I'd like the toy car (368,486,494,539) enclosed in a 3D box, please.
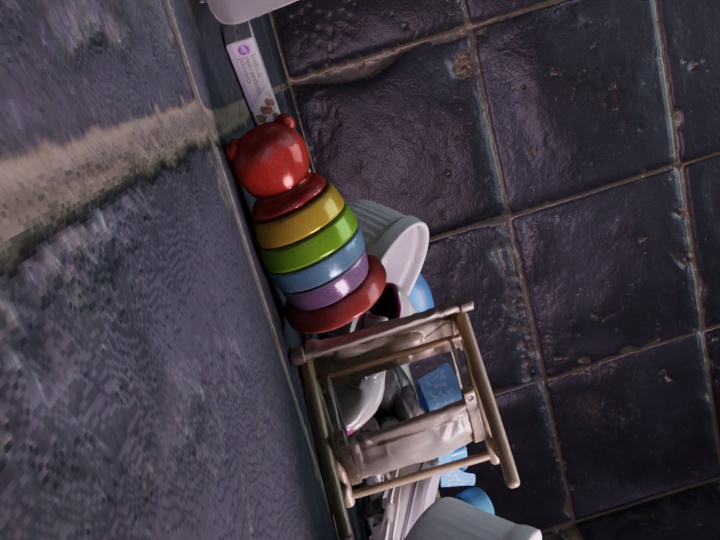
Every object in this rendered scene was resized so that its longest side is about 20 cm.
[{"bbox_3d":[0.079,0.409,1.009,0.199,0.181,0.181,-17,-92,62],"label":"toy car"}]

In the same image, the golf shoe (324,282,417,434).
[{"bbox_3d":[0.005,0.103,0.867,0.202,0.074,0.092,-62,154,-25],"label":"golf shoe"}]

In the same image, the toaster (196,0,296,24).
[{"bbox_3d":[-0.098,-0.367,0.764,0.182,0.196,0.120,-107,176,-59],"label":"toaster"}]

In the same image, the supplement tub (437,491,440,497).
[{"bbox_3d":[0.201,0.786,2.216,0.201,0.141,0.147,-104,178,-62],"label":"supplement tub"}]

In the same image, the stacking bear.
[{"bbox_3d":[-0.061,-0.051,0.700,0.203,0.120,0.114,64,-4,-21],"label":"stacking bear"}]

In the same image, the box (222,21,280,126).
[{"bbox_3d":[-0.145,-0.256,0.990,0.201,0.038,0.042,74,-2,-57],"label":"box"}]

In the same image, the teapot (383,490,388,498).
[{"bbox_3d":[0.059,0.286,1.217,0.199,0.143,0.203,74,-1,-57],"label":"teapot"}]

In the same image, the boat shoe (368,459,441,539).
[{"bbox_3d":[0.042,0.320,0.854,0.072,0.064,0.205,1,104,-69],"label":"boat shoe"}]

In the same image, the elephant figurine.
[{"bbox_3d":[0.018,0.222,0.978,0.141,0.155,0.202,39,-25,21],"label":"elephant figurine"}]

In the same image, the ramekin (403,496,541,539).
[{"bbox_3d":[0.082,0.309,0.633,0.200,0.096,0.204,-41,142,-43],"label":"ramekin"}]

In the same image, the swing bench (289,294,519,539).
[{"bbox_3d":[0.045,0.149,0.763,0.130,0.194,0.205,72,2,-87],"label":"swing bench"}]

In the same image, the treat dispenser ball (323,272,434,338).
[{"bbox_3d":[0.028,0.072,1.191,0.201,0.196,0.206,-16,90,-90],"label":"treat dispenser ball"}]

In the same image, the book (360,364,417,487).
[{"bbox_3d":[0.029,0.226,1.078,0.048,0.132,0.205,-11,86,-56],"label":"book"}]

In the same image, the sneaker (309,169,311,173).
[{"bbox_3d":[-0.075,-0.039,0.829,0.090,0.077,0.204,-8,77,-81],"label":"sneaker"}]

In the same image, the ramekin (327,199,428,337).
[{"bbox_3d":[0.000,0.000,0.958,0.104,0.202,0.201,31,-17,19],"label":"ramekin"}]

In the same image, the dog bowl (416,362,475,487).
[{"bbox_3d":[0.116,0.221,0.970,0.112,0.048,0.203,-110,-173,-50],"label":"dog bowl"}]
